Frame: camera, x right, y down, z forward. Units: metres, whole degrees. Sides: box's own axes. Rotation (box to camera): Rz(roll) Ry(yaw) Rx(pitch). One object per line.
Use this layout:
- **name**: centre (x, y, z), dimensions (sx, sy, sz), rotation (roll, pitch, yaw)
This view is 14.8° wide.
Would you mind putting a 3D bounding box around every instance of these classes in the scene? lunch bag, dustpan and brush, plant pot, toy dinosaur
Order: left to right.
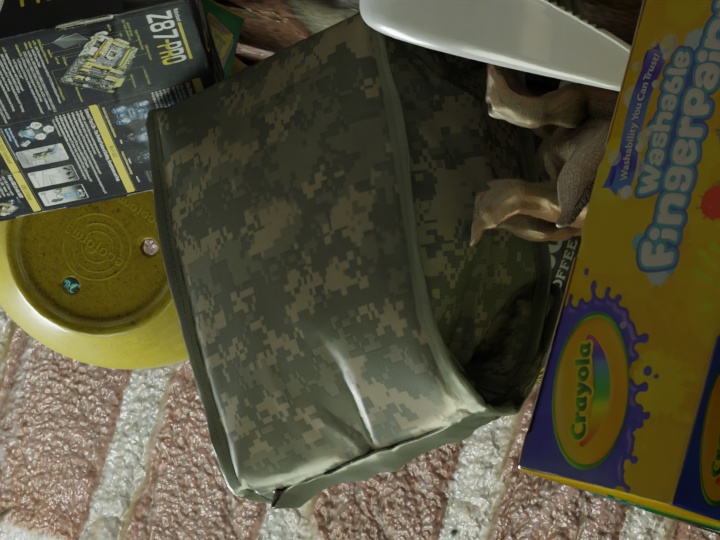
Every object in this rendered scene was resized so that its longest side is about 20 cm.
- **plant pot**: centre (-0.135, -0.029, 1.547), dimensions (0.199, 0.201, 0.142), rotation (16, -167, 2)
- **lunch bag**: centre (0.000, 0.000, 1.285), dimensions (0.164, 0.201, 0.117), rotation (-22, 157, 39)
- **dustpan and brush**: centre (0.023, -0.119, 1.087), dimensions (0.199, 0.058, 0.140), rotation (11, -171, -13)
- **toy dinosaur**: centre (0.117, -0.047, 1.192), dimensions (0.135, 0.086, 0.200), rotation (6, -179, 2)

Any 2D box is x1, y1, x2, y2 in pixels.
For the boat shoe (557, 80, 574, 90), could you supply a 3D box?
- **boat shoe**: centre (0.180, -0.026, 1.323), dimensions (0.199, 0.093, 0.075), rotation (17, 176, -5)

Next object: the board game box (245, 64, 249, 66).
- **board game box**: centre (-0.065, -0.093, 1.736), dimensions (0.199, 0.044, 0.199), rotation (15, 177, 20)

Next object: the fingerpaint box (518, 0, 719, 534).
- **fingerpaint box**: centre (0.155, -0.001, 1.031), dimensions (0.073, 0.201, 0.167), rotation (11, 173, 40)

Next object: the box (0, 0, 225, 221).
- **box**: centre (-0.148, -0.088, 1.341), dimensions (0.160, 0.049, 0.200), rotation (-10, 158, 2)

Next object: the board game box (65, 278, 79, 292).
- **board game box**: centre (-0.228, -0.081, 1.715), dimensions (0.135, 0.201, 0.028), rotation (21, 130, -36)

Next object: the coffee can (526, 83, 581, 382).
- **coffee can**: centre (0.117, -0.010, 1.425), dimensions (0.199, 0.147, 0.146), rotation (17, 176, -15)

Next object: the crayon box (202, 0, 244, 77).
- **crayon box**: centre (-0.186, -0.145, 1.427), dimensions (0.172, 0.059, 0.200), rotation (13, 175, 36)
